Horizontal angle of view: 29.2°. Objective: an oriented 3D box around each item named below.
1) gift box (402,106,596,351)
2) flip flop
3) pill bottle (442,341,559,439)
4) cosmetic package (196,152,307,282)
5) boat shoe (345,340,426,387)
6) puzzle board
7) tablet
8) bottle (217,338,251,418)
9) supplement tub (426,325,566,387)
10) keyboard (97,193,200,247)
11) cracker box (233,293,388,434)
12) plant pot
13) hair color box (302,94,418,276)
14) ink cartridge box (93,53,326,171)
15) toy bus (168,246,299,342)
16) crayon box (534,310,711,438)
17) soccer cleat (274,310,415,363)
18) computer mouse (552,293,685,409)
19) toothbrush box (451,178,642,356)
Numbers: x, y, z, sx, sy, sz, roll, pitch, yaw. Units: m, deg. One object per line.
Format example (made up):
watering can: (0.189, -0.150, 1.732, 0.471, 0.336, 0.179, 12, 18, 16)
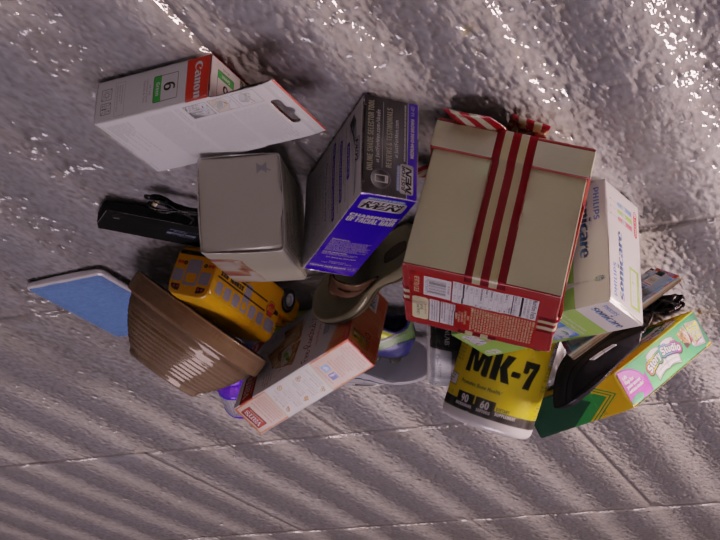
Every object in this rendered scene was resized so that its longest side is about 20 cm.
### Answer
gift box: (0.127, -0.049, 1.391, 0.199, 0.188, 0.185, 15, 158, 4)
flip flop: (0.000, 0.000, 1.643, 0.057, 0.081, 0.200, 13, 151, -34)
pill bottle: (0.179, 0.092, 1.669, 0.114, 0.201, 0.114, 16, -178, 0)
cosmetic package: (-0.110, -0.051, 1.447, 0.087, 0.104, 0.200, -3, 170, 3)
boat shoe: (0.013, 0.130, 1.975, 0.199, 0.074, 0.065, 5, 164, 19)
puzzle board: (0.299, 0.044, 1.620, 0.150, 0.017, 0.200, -37, 180, 6)
tablet: (-0.337, 0.045, 1.858, 0.130, 0.014, 0.200, -10, 153, 27)
bottle: (-0.178, 0.152, 2.005, 0.065, 0.084, 0.200, 1, 158, 3)
supplement tub: (0.185, 0.090, 1.786, 0.199, 0.123, 0.123, 2, 157, 2)
keyboard: (-0.201, -0.056, 1.605, 0.199, 0.021, 0.127, 10, 162, -21)
cracker box: (-0.063, 0.108, 1.761, 0.200, 0.134, 0.058, -34, 114, 28)
plant pot: (-0.224, 0.094, 1.738, 0.200, 0.093, 0.201, 35, 177, 2)
hair color box: (-0.002, -0.082, 1.415, 0.064, 0.110, 0.200, 8, 157, -15)
ink cartridge box: (-0.144, -0.156, 1.329, 0.199, 0.051, 0.109, -11, 154, 25)
toy bus: (-0.152, 0.031, 1.712, 0.065, 0.079, 0.200, 8, 162, 29)
crayon box: (0.341, 0.138, 1.833, 0.200, 0.058, 0.172, -30, -178, -41)
soccer cleat: (-0.023, 0.071, 1.859, 0.199, 0.065, 0.084, 8, 127, -4)
computer mouse: (0.291, 0.083, 1.665, 0.046, 0.200, 0.140, 49, 177, -5)
toothbrush box: (0.206, 0.000, 1.546, 0.199, 0.146, 0.086, -16, 151, 34)
